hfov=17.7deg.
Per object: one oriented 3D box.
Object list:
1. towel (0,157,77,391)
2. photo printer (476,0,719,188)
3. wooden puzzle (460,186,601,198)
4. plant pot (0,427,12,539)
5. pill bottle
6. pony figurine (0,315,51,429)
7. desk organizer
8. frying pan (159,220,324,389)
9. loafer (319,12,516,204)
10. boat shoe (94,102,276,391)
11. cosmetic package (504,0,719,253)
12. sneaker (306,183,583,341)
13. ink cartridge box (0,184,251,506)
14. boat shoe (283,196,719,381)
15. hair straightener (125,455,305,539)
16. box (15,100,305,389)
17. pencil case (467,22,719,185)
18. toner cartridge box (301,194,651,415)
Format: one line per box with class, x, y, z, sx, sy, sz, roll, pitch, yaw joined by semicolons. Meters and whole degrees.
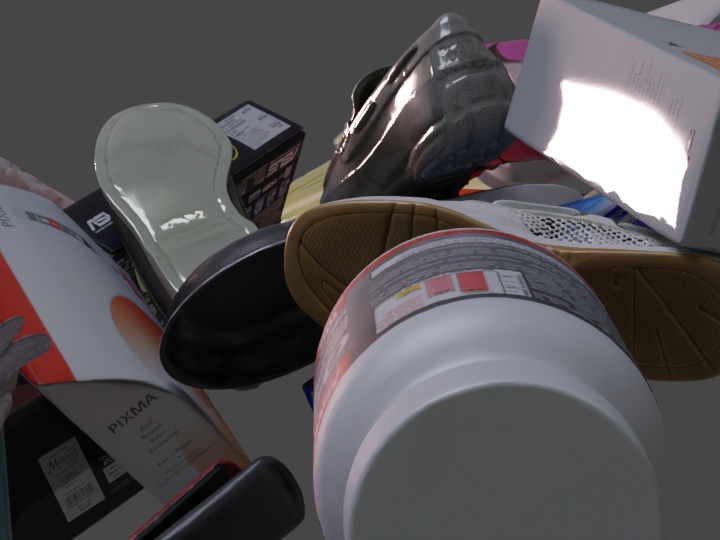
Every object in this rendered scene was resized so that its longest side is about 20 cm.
towel;-0.251;0.014;1.329;0.191;0.200;0.032;-51;29;13
photo printer;0.170;-0.116;1.460;0.199;0.070;0.166;-17;13;38
wooden puzzle;0.035;-0.006;1.323;0.185;0.037;0.200;-31;12;-28
plant pot;-0.262;0.045;0.926;0.195;0.201;0.196;7;-11;-36
pill bottle;0.041;0.058;0.767;0.115;0.116;0.200;-24;10;4
pony figurine;-0.128;0.141;0.741;0.199;0.167;0.193;-20;43;10
desk organizer;-0.202;0.123;1.144;0.077;0.072;0.200;-17;13;47
frying pan;-0.007;-0.005;1.035;0.190;0.031;0.115;-32;-29;8
loafer;0.025;-0.070;1.181;0.070;0.070;0.200;-12;-12;-25
boat shoe;-0.086;-0.017;1.167;0.072;0.060;0.202;-16;38;-11
cosmetic package;0.150;-0.062;1.013;0.101;0.072;0.200;10;13;-21
sneaker;0.043;0.007;1.167;0.199;0.085;0.073;-12;-6;-41
ink cartridge box;-0.142;0.008;1.068;0.050;0.200;0.162;-36;47;-1
boat shoe;0.068;0.006;0.974;0.199;0.071;0.069;10;16;15
hair straightener;-0.093;0.134;0.910;0.200;0.041;0.077;-33;13;-37
box;-0.114;0.009;1.307;0.049;0.162;0.200;27;34;18
pencil case;0.125;-0.091;1.321;0.199;0.094;0.091;-1;42;32
toner cartridge box;0.073;0.021;1.078;0.095;0.043;0.200;-11;17;46
